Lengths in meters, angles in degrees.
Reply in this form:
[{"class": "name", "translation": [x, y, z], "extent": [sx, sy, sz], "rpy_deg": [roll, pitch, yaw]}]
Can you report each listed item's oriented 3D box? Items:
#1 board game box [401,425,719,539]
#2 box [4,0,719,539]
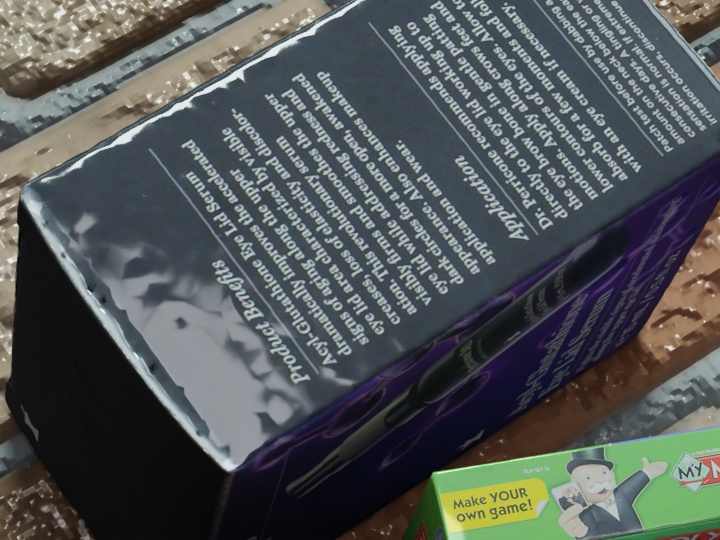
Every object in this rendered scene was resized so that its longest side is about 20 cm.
[{"class": "board game box", "translation": [0.107, 0.081, 0.768], "extent": [0.199, 0.135, 0.029], "rpy_deg": [-8, 65, -13]}, {"class": "box", "translation": [0.000, 0.000, 0.784], "extent": [0.200, 0.148, 0.104], "rpy_deg": [-33, 73, -21]}]
